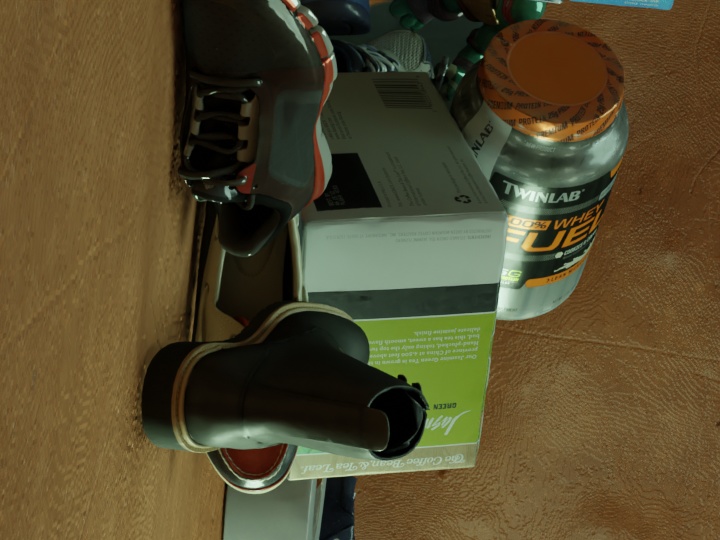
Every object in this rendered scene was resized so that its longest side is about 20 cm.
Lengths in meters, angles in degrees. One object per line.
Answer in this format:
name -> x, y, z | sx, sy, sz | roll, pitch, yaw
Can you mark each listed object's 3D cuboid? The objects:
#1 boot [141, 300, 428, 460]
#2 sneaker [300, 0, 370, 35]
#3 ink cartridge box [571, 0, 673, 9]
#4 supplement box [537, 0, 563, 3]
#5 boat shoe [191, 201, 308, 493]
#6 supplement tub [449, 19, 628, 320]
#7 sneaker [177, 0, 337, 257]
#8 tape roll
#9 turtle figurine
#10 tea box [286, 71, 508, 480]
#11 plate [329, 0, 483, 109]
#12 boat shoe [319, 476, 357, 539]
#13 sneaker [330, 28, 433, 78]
boot -> -0.007, 0.067, 1.071 | 0.200, 0.138, 0.078 | -23, 115, -61
sneaker -> -0.029, -0.212, 1.456 | 0.200, 0.074, 0.083 | -95, -176, -78
ink cartridge box -> 0.163, -0.248, 1.135 | 0.200, 0.067, 0.117 | 89, 8, -69
supplement box -> 0.032, -0.271, 1.166 | 0.200, 0.199, 0.135 | -79, 175, -53
boat shoe -> -0.062, 0.029, 1.169 | 0.063, 0.071, 0.201 | 148, -56, -76
supplement tub -> 0.113, -0.069, 1.379 | 0.200, 0.122, 0.123 | 101, -2, -51
sneaker -> -0.060, -0.076, 1.045 | 0.082, 0.077, 0.200 | -60, 155, -28
tape roll -> -0.063, 0.158, 1.583 | 0.200, 0.066, 0.201 | 7, 90, -87
turtle figurine -> 0.073, -0.196, 1.405 | 0.200, 0.100, 0.150 | -139, -137, -60
tea box -> 0.000, 0.000, 1.325 | 0.200, 0.133, 0.198 | -112, -156, -55
plate -> 0.034, -0.132, 1.530 | 0.026, 0.199, 0.201 | 73, 20, -49
boat shoe -> -0.053, 0.250, 1.691 | 0.075, 0.092, 0.201 | 92, 4, -56
sneaker -> -0.004, -0.132, 1.450 | 0.200, 0.077, 0.085 | -47, 150, -43
